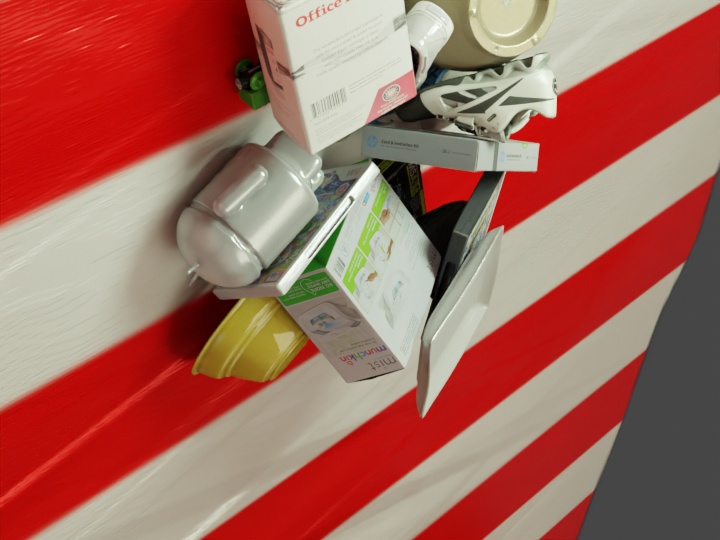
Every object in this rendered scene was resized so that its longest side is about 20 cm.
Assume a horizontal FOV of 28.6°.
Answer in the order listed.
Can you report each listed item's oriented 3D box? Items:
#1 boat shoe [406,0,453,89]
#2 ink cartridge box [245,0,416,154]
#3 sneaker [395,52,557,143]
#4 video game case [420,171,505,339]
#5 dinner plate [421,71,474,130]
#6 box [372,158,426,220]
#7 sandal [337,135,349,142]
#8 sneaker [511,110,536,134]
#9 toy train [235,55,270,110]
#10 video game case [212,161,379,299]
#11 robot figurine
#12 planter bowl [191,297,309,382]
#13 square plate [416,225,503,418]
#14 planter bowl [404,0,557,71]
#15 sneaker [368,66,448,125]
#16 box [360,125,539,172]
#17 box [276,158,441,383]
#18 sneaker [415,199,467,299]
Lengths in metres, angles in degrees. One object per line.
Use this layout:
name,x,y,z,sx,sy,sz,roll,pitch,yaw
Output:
boat shoe,0.047,-0.233,1.609,0.069,0.072,0.200,-52,-172,-23
ink cartridge box,-0.030,-0.243,1.459,0.145,0.085,0.200,-31,142,-17
sneaker,0.135,-0.187,1.650,0.074,0.199,0.089,-20,97,-63
video game case,0.137,-0.029,1.842,0.200,0.025,0.181,-59,167,-51
dinner plate,0.154,-0.256,1.868,0.200,0.024,0.200,-47,167,-14
box,0.010,-0.049,1.901,0.193,0.047,0.200,-47,151,-21
sandal,-0.014,-0.228,1.643,0.082,0.055,0.201,-30,144,-40
sneaker,0.172,-0.204,1.785,0.078,0.079,0.200,-39,179,-3
toy train,-0.052,-0.240,1.550,0.200,0.042,0.057,-32,142,-20
video game case,-0.076,-0.046,1.646,0.018,0.143,0.200,49,62,-23
robot figurine,-0.127,-0.062,1.584,0.200,0.113,0.170,-48,163,-13
planter bowl,-0.111,0.075,1.727,0.201,0.083,0.200,-51,176,-5
square plate,0.120,0.064,1.792,0.198,0.028,0.200,-57,164,-29
planter bowl,0.142,-0.316,1.620,0.199,0.135,0.201,-10,115,-23
sneaker,0.075,-0.249,1.754,0.200,0.075,0.087,-41,-179,-3
box,0.115,-0.150,1.752,0.200,0.155,0.041,-5,104,-61
box,0.000,0.000,1.710,0.177,0.096,0.200,52,38,-30
sneaker,0.084,-0.013,1.894,0.200,0.091,0.076,-45,-171,-11
